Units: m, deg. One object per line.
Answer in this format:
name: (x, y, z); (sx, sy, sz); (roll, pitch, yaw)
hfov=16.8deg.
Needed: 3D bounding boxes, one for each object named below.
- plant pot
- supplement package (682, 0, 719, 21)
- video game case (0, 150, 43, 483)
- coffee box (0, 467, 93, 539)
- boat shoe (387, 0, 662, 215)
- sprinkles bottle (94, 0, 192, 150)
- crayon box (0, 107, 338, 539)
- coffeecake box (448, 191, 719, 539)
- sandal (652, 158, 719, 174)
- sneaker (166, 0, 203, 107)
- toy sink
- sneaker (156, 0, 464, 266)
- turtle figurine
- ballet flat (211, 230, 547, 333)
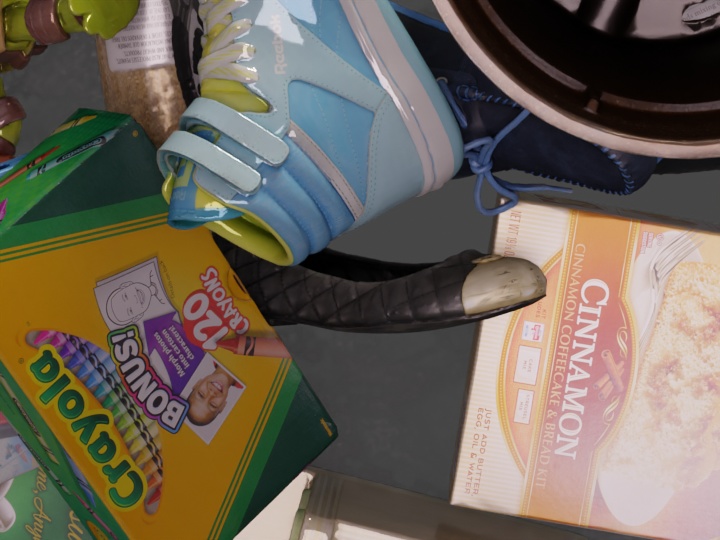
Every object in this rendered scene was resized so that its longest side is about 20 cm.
plant pot: (0.120, -0.152, 0.942); (0.200, 0.198, 0.201); (0, 98, 3)
supplement package: (0.134, -0.192, 1.146); (0.121, 0.120, 0.200); (-24, 95, 7)
video game case: (-0.187, 0.033, 1.136); (0.200, 0.018, 0.144); (-23, 111, -28)
coffee box: (-0.205, 0.108, 1.238); (0.199, 0.044, 0.123); (4, 97, 3)
boat shoe: (0.052, -0.066, 1.150); (0.069, 0.200, 0.084); (-48, 133, -22)
sprinkles bottle: (-0.099, -0.126, 1.191); (0.068, 0.068, 0.201); (-7, 97, 3)
crayon box: (-0.110, 0.039, 1.142); (0.119, 0.058, 0.200); (-43, 119, -21)
coffeecake box: (0.154, 0.052, 1.200); (0.199, 0.073, 0.154); (9, 96, 1)
sandal: (0.222, -0.058, 1.180); (0.200, 0.075, 0.048); (-6, 67, 7)
sneaker: (-0.047, -0.130, 1.142); (0.081, 0.074, 0.201); (-23, 104, -28)
toy sink: (0.003, 0.179, 1.203); (0.199, 0.112, 0.131); (15, 97, 1)
sneaker: (-0.054, -0.092, 1.057); (0.130, 0.080, 0.200); (-37, 98, -19)
turtle figurine: (-0.174, -0.116, 1.180); (0.161, 0.064, 0.201); (-22, 82, 45)
ballet flat: (0.000, 0.000, 1.166); (0.200, 0.066, 0.057); (2, 96, 36)
